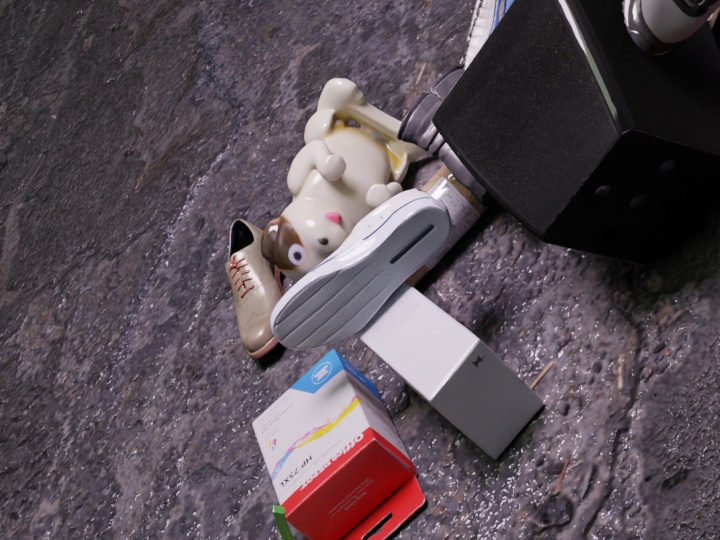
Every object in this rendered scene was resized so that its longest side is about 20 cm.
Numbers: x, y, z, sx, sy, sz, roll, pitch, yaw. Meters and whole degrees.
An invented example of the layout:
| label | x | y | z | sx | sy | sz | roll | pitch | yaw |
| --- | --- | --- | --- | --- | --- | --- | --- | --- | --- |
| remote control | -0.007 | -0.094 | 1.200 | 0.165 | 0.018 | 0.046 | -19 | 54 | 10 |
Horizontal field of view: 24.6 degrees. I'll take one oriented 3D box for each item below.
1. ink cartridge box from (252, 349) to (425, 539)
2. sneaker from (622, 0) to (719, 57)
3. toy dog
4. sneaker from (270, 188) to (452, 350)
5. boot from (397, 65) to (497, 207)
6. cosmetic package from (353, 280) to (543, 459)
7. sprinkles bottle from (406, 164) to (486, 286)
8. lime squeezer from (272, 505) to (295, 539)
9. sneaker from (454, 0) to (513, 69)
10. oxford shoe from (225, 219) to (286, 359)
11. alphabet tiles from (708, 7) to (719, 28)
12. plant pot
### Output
| label | x | y | z | sx | sy | sz | roll | pitch | yaw |
| --- | --- | --- | --- | --- | --- | --- | --- | --- | --- |
| ink cartridge box | -0.023 | 0.179 | 1.555 | 0.116 | 0.067 | 0.200 | -42 | 31 | 8 |
| sneaker | 0.297 | -0.264 | 1.400 | 0.200 | 0.074 | 0.079 | -47 | 10 | -12 |
| toy dog | -0.036 | -0.078 | 1.805 | 0.193 | 0.139 | 0.202 | -30 | 32 | 51 |
| sneaker | 0.000 | 0.000 | 1.546 | 0.199 | 0.073 | 0.071 | -35 | 22 | 3 |
| boot | 0.140 | -0.163 | 1.639 | 0.132 | 0.070 | 0.199 | 42 | 58 | 19 |
| cosmetic package | 0.072 | 0.082 | 1.515 | 0.071 | 0.101 | 0.200 | -48 | 30 | -2 |
| sprinkles bottle | 0.083 | -0.060 | 1.695 | 0.200 | 0.068 | 0.068 | -47 | 30 | 2 |
| lime squeezer | -0.078 | 0.288 | 1.509 | 0.201 | 0.070 | 0.038 | -62 | 38 | 39 |
| sneaker | 0.148 | -0.213 | 1.777 | 0.079 | 0.088 | 0.202 | 176 | 111 | -83 |
| oxford shoe | -0.126 | 0.020 | 1.861 | 0.070 | 0.075 | 0.201 | -36 | 33 | 17 |
| alphabet tiles | 0.337 | -0.284 | 1.564 | 0.201 | 0.006 | 0.168 | 102 | -177 | -52 |
| plant pot | 0.213 | -0.123 | 1.456 | 0.200 | 0.198 | 0.179 | -54 | 40 | 33 |
